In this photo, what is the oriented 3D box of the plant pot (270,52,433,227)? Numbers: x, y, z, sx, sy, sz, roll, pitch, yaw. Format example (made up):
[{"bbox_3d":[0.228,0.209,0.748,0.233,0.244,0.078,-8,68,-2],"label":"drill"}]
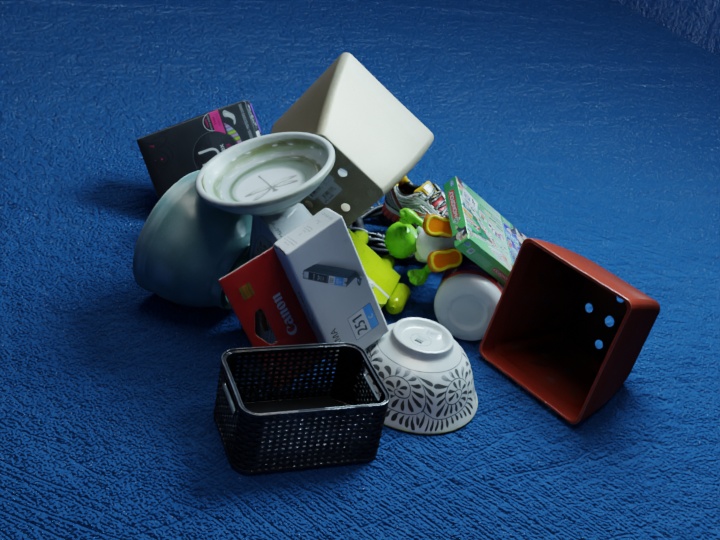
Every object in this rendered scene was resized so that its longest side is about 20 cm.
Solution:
[{"bbox_3d":[-0.032,-0.170,1.549,0.200,0.199,0.178,41,36,-16],"label":"plant pot"}]

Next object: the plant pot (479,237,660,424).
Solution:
[{"bbox_3d":[0.331,0.081,1.503,0.175,0.202,0.199,-4,31,-46],"label":"plant pot"}]

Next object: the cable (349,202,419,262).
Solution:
[{"bbox_3d":[0.058,-0.073,1.798,0.199,0.051,0.162,30,34,28],"label":"cable"}]

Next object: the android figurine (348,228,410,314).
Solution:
[{"bbox_3d":[0.000,0.000,1.598,0.182,0.041,0.200,43,24,-2],"label":"android figurine"}]

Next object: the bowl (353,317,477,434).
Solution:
[{"bbox_3d":[0.079,0.129,1.409,0.198,0.095,0.202,10,30,-6],"label":"bowl"}]

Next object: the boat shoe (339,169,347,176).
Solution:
[{"bbox_3d":[-0.025,-0.155,1.892,0.074,0.087,0.201,25,2,32],"label":"boat shoe"}]

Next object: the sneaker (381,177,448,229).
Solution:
[{"bbox_3d":[0.121,-0.106,1.748,0.198,0.083,0.078,26,37,28],"label":"sneaker"}]

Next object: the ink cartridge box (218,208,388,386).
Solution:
[{"bbox_3d":[-0.069,0.048,1.325,0.175,0.202,0.045,-35,34,-16],"label":"ink cartridge box"}]

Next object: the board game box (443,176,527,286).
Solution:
[{"bbox_3d":[0.208,-0.045,1.572,0.199,0.029,0.136,35,35,-36],"label":"board game box"}]

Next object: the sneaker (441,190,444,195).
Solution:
[{"bbox_3d":[0.191,-0.088,1.859,0.199,0.081,0.088,36,30,27],"label":"sneaker"}]

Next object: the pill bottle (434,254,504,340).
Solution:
[{"bbox_3d":[0.187,0.020,1.621,0.111,0.114,0.200,16,29,7],"label":"pill bottle"}]

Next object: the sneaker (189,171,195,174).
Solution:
[{"bbox_3d":[-0.199,-0.123,1.658,0.197,0.076,0.084,16,-1,-19],"label":"sneaker"}]

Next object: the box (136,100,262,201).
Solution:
[{"bbox_3d":[-0.266,-0.204,1.728,0.197,0.124,0.106,-20,9,3],"label":"box"}]

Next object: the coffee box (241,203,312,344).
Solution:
[{"bbox_3d":[-0.105,0.023,1.412,0.079,0.202,0.115,-7,35,-27],"label":"coffee box"}]

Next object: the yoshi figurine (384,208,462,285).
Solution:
[{"bbox_3d":[0.093,-0.044,1.625,0.112,0.113,0.200,42,-6,-9],"label":"yoshi figurine"}]

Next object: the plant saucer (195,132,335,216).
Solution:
[{"bbox_3d":[-0.128,-0.124,1.387,0.197,0.051,0.201,-9,34,6],"label":"plant saucer"}]

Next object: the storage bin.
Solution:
[{"bbox_3d":[-0.076,0.172,1.277,0.197,0.095,0.136,-2,32,-23],"label":"storage bin"}]

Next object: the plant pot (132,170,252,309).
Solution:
[{"bbox_3d":[-0.218,-0.026,1.475,0.133,0.202,0.200,31,33,17],"label":"plant pot"}]
